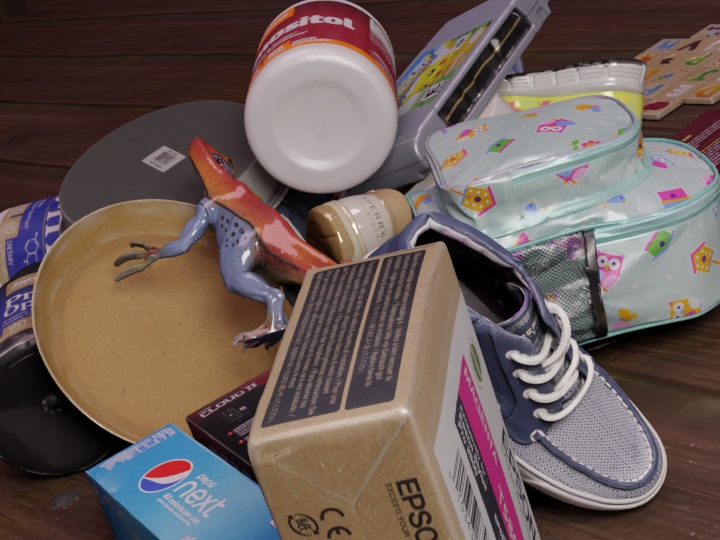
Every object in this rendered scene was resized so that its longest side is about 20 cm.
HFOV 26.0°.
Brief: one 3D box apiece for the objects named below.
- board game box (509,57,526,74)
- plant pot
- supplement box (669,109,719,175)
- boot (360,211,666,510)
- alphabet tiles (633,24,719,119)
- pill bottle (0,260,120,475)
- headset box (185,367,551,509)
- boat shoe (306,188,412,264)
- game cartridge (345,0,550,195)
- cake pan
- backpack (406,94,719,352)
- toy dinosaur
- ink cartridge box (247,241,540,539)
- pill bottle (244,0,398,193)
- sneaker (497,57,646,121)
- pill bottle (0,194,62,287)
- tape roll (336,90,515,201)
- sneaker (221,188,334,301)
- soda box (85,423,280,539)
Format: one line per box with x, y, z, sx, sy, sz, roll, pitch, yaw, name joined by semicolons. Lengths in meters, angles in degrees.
0.087;-0.141;1.437;0.199;0.062;0.200;-22;21;-5;board game box
-0.130;0.041;1.078;0.200;0.200;0.028;-38;-10;-38;plant pot
0.292;-0.062;1.067;0.109;0.061;0.200;-34;26;-32;supplement box
0.086;0.051;0.793;0.073;0.200;0.090;-56;5;-20;boot
0.298;-0.184;1.427;0.200;0.006;0.166;-33;25;-29;alphabet tiles
-0.230;0.063;1.166;0.111;0.112;0.200;-22;22;-4;pill bottle
0.000;0.102;0.916;0.148;0.078;0.200;-28;22;-21;headset box
0.000;0.000;1.078;0.069;0.074;0.200;-24;-13;-14;boat shoe
0.063;-0.142;1.235;0.200;0.040;0.133;-54;16;-27;game cartridge
-0.150;-0.071;1.227;0.199;0.037;0.201;-13;36;10;cake pan
0.135;-0.028;0.999;0.199;0.154;0.176;-6;17;-3;backpack
-0.065;-0.027;1.043;0.200;0.182;0.105;-33;-29;34;toy dinosaur
0.027;0.111;0.703;0.075;0.201;0.165;-14;23;15;ink cartridge box
-0.028;-0.144;1.201;0.112;0.113;0.200;-17;22;7;pill bottle
0.142;-0.121;1.297;0.199;0.091;0.078;-5;8;30;sneaker
-0.202;-0.016;1.319;0.199;0.120;0.120;-14;22;17;pill bottle
0.043;-0.064;1.222;0.203;0.037;0.203;-41;18;16;tape roll
-0.073;-0.002;1.197;0.200;0.070;0.108;-49;27;-12;sneaker
-0.085;0.154;0.879;0.064;0.068;0.200;-28;23;-20;soda box
